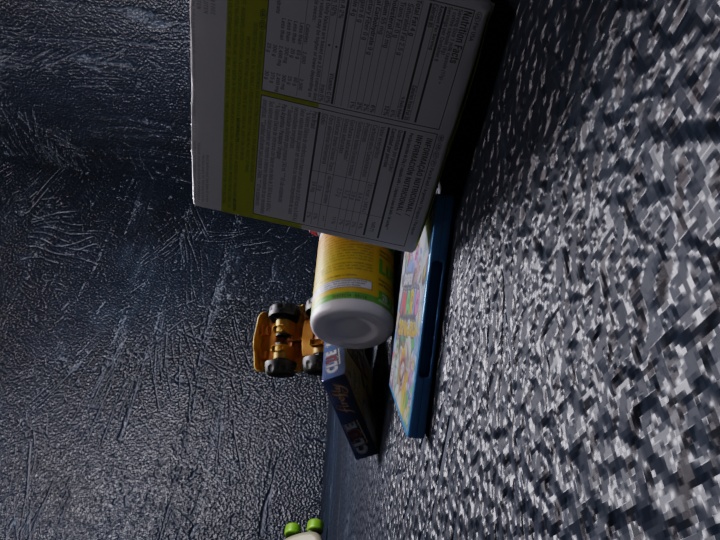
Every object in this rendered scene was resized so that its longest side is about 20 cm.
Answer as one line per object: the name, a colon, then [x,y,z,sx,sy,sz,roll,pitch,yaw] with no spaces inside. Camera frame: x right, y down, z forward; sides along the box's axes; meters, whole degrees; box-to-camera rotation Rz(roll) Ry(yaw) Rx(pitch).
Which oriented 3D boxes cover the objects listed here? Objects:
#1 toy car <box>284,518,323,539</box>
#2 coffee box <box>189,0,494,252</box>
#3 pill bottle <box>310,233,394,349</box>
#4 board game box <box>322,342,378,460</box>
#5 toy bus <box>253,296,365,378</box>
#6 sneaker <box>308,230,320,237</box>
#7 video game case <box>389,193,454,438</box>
toy car: [-0.159,0.926,1.753,0.165,0.155,0.202,-84,-26,-55]
coffee box: [-0.018,-0.169,0.465,0.201,0.194,0.202,-82,5,-50]
pill bottle: [-0.007,-0.006,0.766,0.112,0.109,0.203,102,173,-55]
board game box: [-0.016,0.155,0.816,0.201,0.034,0.137,-94,-16,-67]
toy bus: [-0.081,0.145,1.068,0.192,0.196,0.138,41,-136,-58]
sneaker: [-0.029,-0.065,1.005,0.079,0.081,0.200,-67,-15,1]
video game case: [0.053,0.032,0.520,0.143,0.017,0.204,-114,31,-83]
